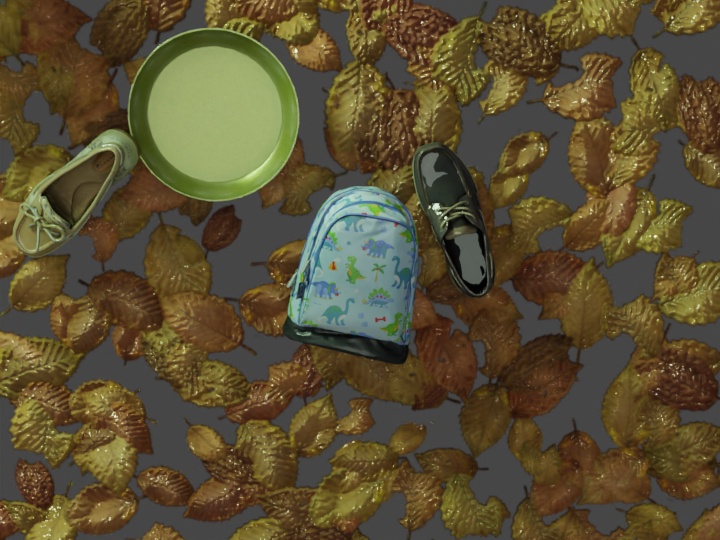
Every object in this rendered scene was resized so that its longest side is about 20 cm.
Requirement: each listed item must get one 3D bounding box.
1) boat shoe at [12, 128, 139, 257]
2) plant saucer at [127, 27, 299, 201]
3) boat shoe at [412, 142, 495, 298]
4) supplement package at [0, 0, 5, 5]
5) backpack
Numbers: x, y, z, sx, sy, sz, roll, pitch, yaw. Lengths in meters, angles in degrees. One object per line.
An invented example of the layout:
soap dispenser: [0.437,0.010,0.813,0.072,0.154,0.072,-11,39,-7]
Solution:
boat shoe: [-0.341,-0.086,1.143,0.073,0.063,0.200,42,107,-10]
plant saucer: [-0.172,-0.183,1.159,0.199,0.031,0.201,-1,103,-4]
boat shoe: [0.121,-0.059,1.184,0.074,0.073,0.201,-24,103,1]
supplement package: [-0.491,-0.370,1.034,0.199,0.152,0.151,7,102,-5]
backpack: [0.000,0.000,1.166,0.162,0.154,0.201,14,88,0]
